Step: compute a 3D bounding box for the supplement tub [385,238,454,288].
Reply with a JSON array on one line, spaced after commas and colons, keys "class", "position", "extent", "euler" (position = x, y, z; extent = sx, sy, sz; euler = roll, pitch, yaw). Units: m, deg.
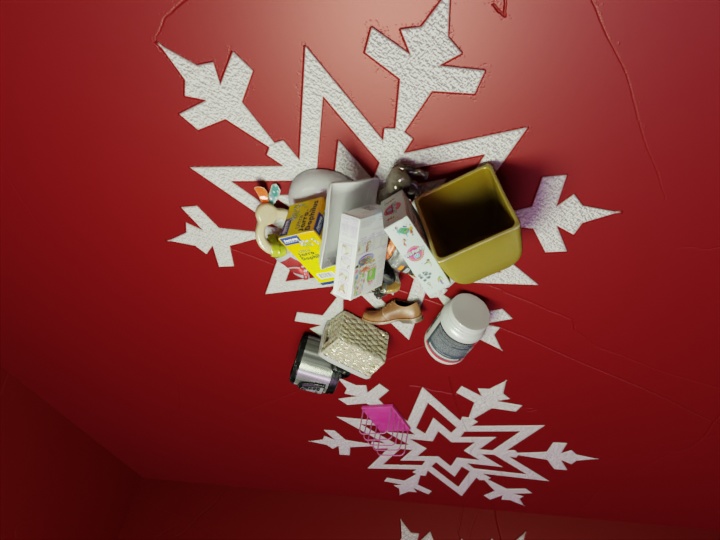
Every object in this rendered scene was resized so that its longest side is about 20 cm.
[{"class": "supplement tub", "position": [0.156, -0.042, 1.495], "extent": [0.198, 0.123, 0.123], "euler": [22, 140, -10]}]

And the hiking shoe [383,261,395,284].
[{"class": "hiking shoe", "position": [0.000, 0.000, 1.615], "extent": [0.198, 0.076, 0.101], "euler": [26, 122, 0]}]

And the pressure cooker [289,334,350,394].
[{"class": "pressure cooker", "position": [-0.129, 0.323, 1.970], "extent": [0.198, 0.176, 0.180], "euler": [17, 114, -6]}]

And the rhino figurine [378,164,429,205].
[{"class": "rhino figurine", "position": [0.088, -0.179, 1.403], "extent": [0.087, 0.060, 0.201], "euler": [22, 142, -6]}]

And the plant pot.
[{"class": "plant pot", "position": [0.263, -0.082, 1.345], "extent": [0.192, 0.197, 0.200], "euler": [-24, 144, 11]}]

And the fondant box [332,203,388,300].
[{"class": "fondant box", "position": [0.005, -0.047, 1.381], "extent": [0.058, 0.144, 0.202], "euler": [18, 113, 29]}]

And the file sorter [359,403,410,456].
[{"class": "file sorter", "position": [0.095, 0.642, 2.320], "extent": [0.137, 0.126, 0.201], "euler": [-9, 136, 25]}]

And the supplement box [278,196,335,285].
[{"class": "supplement box", "position": [-0.094, -0.069, 1.441], "extent": [0.108, 0.110, 0.200], "euler": [-10, 140, 31]}]

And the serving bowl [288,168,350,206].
[{"class": "serving bowl", "position": [-0.093, -0.160, 1.474], "extent": [0.197, 0.066, 0.201], "euler": [9, 141, 7]}]

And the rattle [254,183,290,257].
[{"class": "rattle", "position": [-0.239, -0.146, 1.562], "extent": [0.129, 0.143, 0.202], "euler": [-24, 111, 5]}]

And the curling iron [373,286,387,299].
[{"class": "curling iron", "position": [0.044, -0.008, 1.530], "extent": [0.049, 0.025, 0.202], "euler": [34, 141, 46]}]

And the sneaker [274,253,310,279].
[{"class": "sneaker", "position": [-0.142, -0.040, 1.624], "extent": [0.199, 0.072, 0.113], "euler": [-16, 129, 41]}]

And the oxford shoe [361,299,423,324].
[{"class": "oxford shoe", "position": [0.093, 0.122, 1.769], "extent": [0.198, 0.071, 0.072], "euler": [-7, 109, 24]}]

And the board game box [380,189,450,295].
[{"class": "board game box", "position": [0.126, -0.066, 1.328], "extent": [0.064, 0.148, 0.201], "euler": [-28, 116, 15]}]

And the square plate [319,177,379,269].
[{"class": "square plate", "position": [-0.031, -0.117, 1.366], "extent": [0.028, 0.197, 0.202], "euler": [19, 111, 29]}]

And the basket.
[{"class": "basket", "position": [-0.016, 0.237, 1.870], "extent": [0.199, 0.137, 0.123], "euler": [30, 134, -18]}]

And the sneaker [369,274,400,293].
[{"class": "sneaker", "position": [0.021, 0.034, 1.680], "extent": [0.197, 0.076, 0.088], "euler": [8, 156, 12]}]

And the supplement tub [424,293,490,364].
[{"class": "supplement tub", "position": [0.282, 0.173, 1.699], "extent": [0.139, 0.141, 0.201], "euler": [18, 141, -6]}]
